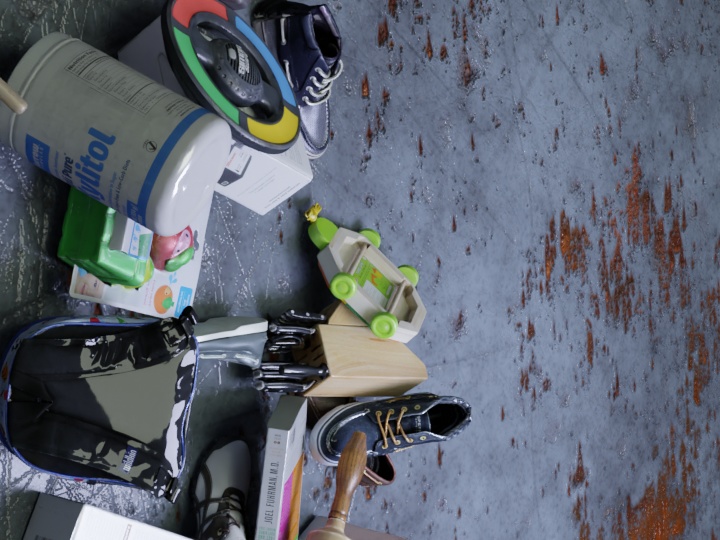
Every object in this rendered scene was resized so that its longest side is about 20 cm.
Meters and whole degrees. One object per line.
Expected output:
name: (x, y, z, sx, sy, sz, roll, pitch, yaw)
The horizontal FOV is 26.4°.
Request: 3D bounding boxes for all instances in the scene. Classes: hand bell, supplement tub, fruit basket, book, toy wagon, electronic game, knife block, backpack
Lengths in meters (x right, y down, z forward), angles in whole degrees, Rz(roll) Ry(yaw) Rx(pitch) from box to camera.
hand bell: (-0.023, 0.279, 1.773, 0.104, 0.104, 0.200, 43, 53, -41)
supplement tub: (-0.240, -0.133, 1.504, 0.132, 0.200, 0.132, -59, 170, -17)
fruit basket: (-0.225, -0.046, 1.650, 0.200, 0.094, 0.186, 18, 81, -50)
book: (-0.095, 0.260, 1.783, 0.134, 0.048, 0.201, -64, 162, -78)
toy wagon: (0.000, 0.000, 1.890, 0.200, 0.040, 0.155, 44, 25, -8)
electronic game: (-0.134, -0.209, 1.611, 0.200, 0.042, 0.200, 40, 30, -30)
knife block: (-0.033, 0.120, 1.847, 0.200, 0.064, 0.176, 44, 46, -10)
backpack: (-0.274, 0.126, 1.558, 0.190, 0.154, 0.201, 9, 83, -28)

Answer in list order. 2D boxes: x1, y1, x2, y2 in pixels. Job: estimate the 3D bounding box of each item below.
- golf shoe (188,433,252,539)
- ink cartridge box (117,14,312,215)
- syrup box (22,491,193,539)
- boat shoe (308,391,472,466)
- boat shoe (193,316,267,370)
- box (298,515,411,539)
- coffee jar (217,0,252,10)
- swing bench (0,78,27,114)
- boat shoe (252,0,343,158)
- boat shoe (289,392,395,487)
golf shoe: (-0.152, 0.289, 1.764, 0.078, 0.094, 0.201, 28, 72, -42)
ink cartridge box: (-0.158, -0.168, 1.668, 0.200, 0.084, 0.145, 28, 37, -45)
syrup box: (-0.262, 0.306, 1.656, 0.200, 0.079, 0.082, 32, 71, -45)
boat shoe: (0.038, 0.187, 1.861, 0.200, 0.091, 0.071, -15, 94, -34)
boat shoe: (-0.185, 0.093, 1.721, 0.200, 0.073, 0.062, -8, 104, -44)
box: (-0.011, 0.436, 1.856, 0.199, 0.200, 0.172, -46, 125, -34)
coffee jar: (-0.128, -0.379, 1.709, 0.085, 0.104, 0.200, 49, 59, -38)
swing bench: (-0.446, -0.153, 1.373, 0.199, 0.130, 0.200, -54, 124, -28)
boat shoe: (-0.059, -0.223, 1.810, 0.075, 0.093, 0.200, -39, 121, -38)
boat shoe: (-0.017, 0.194, 1.921, 0.070, 0.070, 0.200, -54, 128, -27)
